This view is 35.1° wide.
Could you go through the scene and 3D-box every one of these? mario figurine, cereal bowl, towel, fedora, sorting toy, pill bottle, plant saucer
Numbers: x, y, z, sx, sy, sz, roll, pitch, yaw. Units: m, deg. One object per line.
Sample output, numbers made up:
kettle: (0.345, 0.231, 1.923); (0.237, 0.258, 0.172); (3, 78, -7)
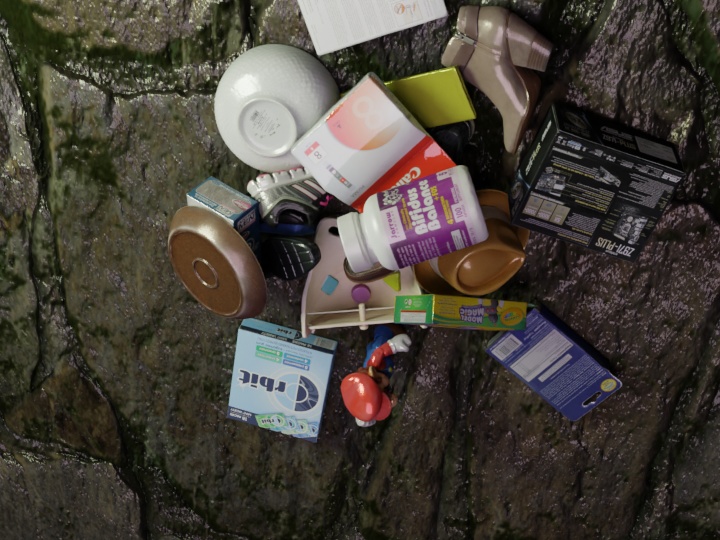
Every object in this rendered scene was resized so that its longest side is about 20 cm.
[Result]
mario figurine: (0.038, 0.176, 1.834); (0.105, 0.201, 0.125); (-6, 120, 18)
cereal bowl: (-0.129, -0.229, 1.699); (0.198, 0.084, 0.202); (7, 123, 10)
towel: (0.068, -0.242, 1.655); (0.198, 0.018, 0.087); (-7, 124, 33)
fedora: (0.178, -0.023, 1.697); (0.198, 0.082, 0.202); (-14, 129, -18)
sorting toy: (0.000, 0.000, 1.802); (0.197, 0.107, 0.182); (-4, 107, -2)
pill bottle: (0.072, -0.066, 1.602); (0.198, 0.113, 0.113); (-19, 116, 6)
plant saucer: (-0.225, -0.003, 1.724); (0.199, 0.034, 0.202); (28, 138, 28)

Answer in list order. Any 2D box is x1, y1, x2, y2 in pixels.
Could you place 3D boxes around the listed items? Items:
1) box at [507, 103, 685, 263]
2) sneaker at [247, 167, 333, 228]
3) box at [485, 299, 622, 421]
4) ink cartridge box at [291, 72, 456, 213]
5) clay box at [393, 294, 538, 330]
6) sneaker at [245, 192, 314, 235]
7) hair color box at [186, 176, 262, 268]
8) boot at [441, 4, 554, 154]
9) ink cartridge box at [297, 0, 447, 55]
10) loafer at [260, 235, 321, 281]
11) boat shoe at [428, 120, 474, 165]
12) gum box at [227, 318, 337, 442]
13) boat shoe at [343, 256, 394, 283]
box: (0.333, -0.123, 1.625); (0.198, 0.087, 0.165); (16, 124, -9)
sneaker: (-0.067, -0.113, 1.718); (0.198, 0.074, 0.088); (-13, 83, -12)
box: (0.315, 0.150, 1.848); (0.200, 0.032, 0.121); (40, 122, -10)
ink cartridge box: (0.023, -0.155, 1.632); (0.162, 0.050, 0.200); (-41, 97, 19)
clay box: (0.164, 0.066, 1.741); (0.198, 0.115, 0.048); (6, 85, -28)
sneaker: (-0.162, -0.101, 1.802); (0.198, 0.070, 0.079); (4, 100, 19)
hair color box: (-0.206, -0.035, 1.754); (0.099, 0.060, 0.201); (29, 140, 26)
boot: (0.184, -0.276, 1.606); (0.145, 0.070, 0.202); (21, 123, 9)
ink cartridge box: (0.006, -0.407, 1.584); (0.198, 0.050, 0.164); (-15, 116, 13)
loafer: (-0.117, -0.027, 1.782); (0.199, 0.072, 0.074); (-2, 110, 53)
boat shoe: (0.100, -0.148, 1.699); (0.074, 0.066, 0.199); (37, 122, -9)
gum box: (-0.138, 0.192, 1.983); (0.168, 0.045, 0.202); (14, 123, 5)
boat shoe: (0.060, -0.048, 1.731); (0.199, 0.070, 0.071); (-29, 75, 1)
